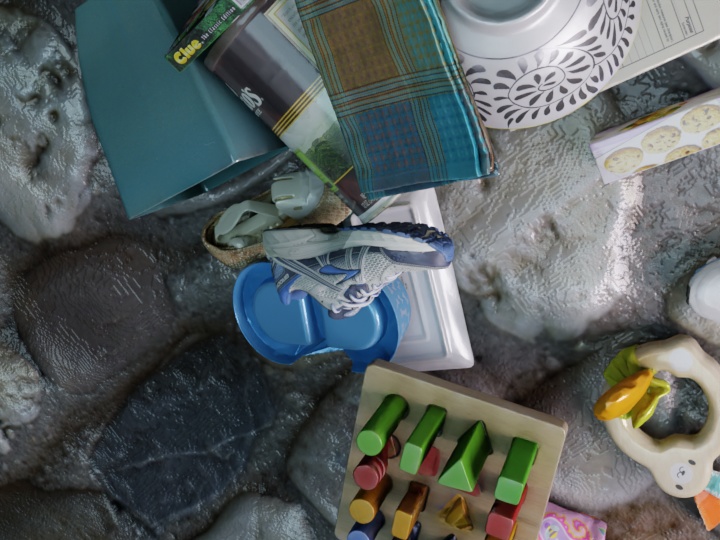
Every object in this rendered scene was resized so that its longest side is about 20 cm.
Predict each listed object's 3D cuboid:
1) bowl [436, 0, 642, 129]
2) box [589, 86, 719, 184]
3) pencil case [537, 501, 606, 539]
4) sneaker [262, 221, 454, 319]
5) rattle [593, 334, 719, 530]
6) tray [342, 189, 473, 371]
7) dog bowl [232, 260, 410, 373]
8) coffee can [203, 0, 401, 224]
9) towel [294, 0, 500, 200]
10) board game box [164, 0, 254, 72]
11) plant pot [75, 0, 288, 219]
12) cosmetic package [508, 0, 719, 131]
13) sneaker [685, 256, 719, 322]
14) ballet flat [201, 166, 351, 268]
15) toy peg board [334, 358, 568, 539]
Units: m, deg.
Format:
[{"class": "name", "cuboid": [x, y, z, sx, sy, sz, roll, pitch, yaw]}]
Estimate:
[{"class": "bowl", "cuboid": [0.108, -0.212, 0.785, 0.198, 0.094, 0.204, 0, 89, 13]}, {"class": "box", "cuboid": [0.292, -0.127, 0.898, 0.198, 0.039, 0.042, -18, 104, 27]}, {"class": "pencil case", "cuboid": [0.149, 0.262, 1.082, 0.198, 0.087, 0.089, 18, 116, 14]}, {"class": "sneaker", "cuboid": [0.000, 0.000, 0.973, 0.198, 0.077, 0.087, 0, 97, 36]}, {"class": "rattle", "cuboid": [0.292, 0.170, 0.961, 0.129, 0.143, 0.203, -19, 96, 8]}, {"class": "tray", "cuboid": [0.042, 0.012, 1.066, 0.106, 0.022, 0.203, -7, 107, 26]}, {"class": "dog bowl", "cuboid": [-0.037, 0.038, 1.077, 0.198, 0.049, 0.113, 3, 112, 31]}, {"class": "coffee can", "cuboid": [-0.017, -0.163, 0.938, 0.200, 0.147, 0.146, 44, 120, -7]}, {"class": "towel", "cuboid": [0.018, -0.154, 0.807, 0.146, 0.022, 0.202, -6, 110, 49]}, {"class": "board game box", "cuboid": [-0.104, -0.257, 0.920, 0.104, 0.201, 0.023, -33, 117, 32]}, {"class": "plant pot", "cuboid": [-0.175, -0.180, 1.018, 0.140, 0.141, 0.202, -22, 95, 28]}, {"class": "cosmetic package", "cuboid": [0.191, -0.203, 0.862, 0.198, 0.071, 0.106, -22, 103, 11]}, {"class": "sneaker", "cuboid": [0.375, 0.027, 0.898, 0.197, 0.087, 0.076, 2, 112, 23]}, {"class": "ballet flat", "cuboid": [-0.081, -0.058, 1.057, 0.199, 0.065, 0.071, -29, 58, 28]}, {"class": "toy peg board", "cuboid": [0.070, 0.217, 0.999, 0.197, 0.098, 0.202, 17, 112, 15]}]
